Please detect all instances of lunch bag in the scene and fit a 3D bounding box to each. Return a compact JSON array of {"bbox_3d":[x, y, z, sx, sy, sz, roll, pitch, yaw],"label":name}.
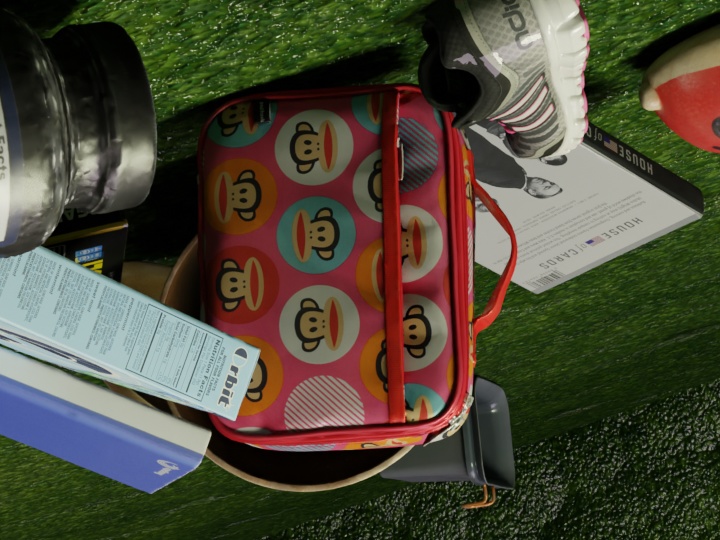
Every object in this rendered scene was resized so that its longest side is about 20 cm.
[{"bbox_3d":[0.000,0.000,1.200,0.174,0.202,0.082,-3,171,9],"label":"lunch bag"}]

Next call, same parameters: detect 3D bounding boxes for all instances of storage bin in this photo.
[{"bbox_3d":[0.100,0.212,2.585,0.133,0.147,0.200,-8,171,15],"label":"storage bin"}]

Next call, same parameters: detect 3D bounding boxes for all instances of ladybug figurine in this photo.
[{"bbox_3d":[0.272,-0.122,1.356,0.198,0.073,0.136,-15,169,-3],"label":"ladybug figurine"}]

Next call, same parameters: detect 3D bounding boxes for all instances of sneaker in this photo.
[{"bbox_3d":[0.073,-0.108,1.161,0.087,0.074,0.200,-16,164,0],"label":"sneaker"}]

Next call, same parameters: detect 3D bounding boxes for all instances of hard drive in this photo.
[{"bbox_3d":[-0.198,0.079,1.286,0.199,0.026,0.132,23,161,-13],"label":"hard drive"}]

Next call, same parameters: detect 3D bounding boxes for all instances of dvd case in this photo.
[{"bbox_3d":[0.096,-0.054,1.365,0.199,0.025,0.150,26,143,-35],"label":"dvd case"}]

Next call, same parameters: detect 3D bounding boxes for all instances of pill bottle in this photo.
[{"bbox_3d":[-0.195,-0.055,0.943,0.198,0.113,0.112,-10,167,-27],"label":"pill bottle"}]

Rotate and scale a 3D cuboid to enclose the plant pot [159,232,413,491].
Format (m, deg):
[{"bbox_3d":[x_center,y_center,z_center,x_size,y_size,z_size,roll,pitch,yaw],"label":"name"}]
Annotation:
[{"bbox_3d":[-0.042,0.025,1.397,0.185,0.189,0.200,-15,-169,-4],"label":"plant pot"}]

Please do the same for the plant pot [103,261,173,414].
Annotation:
[{"bbox_3d":[-0.106,0.066,1.460,0.199,0.200,0.028,-1,130,-51],"label":"plant pot"}]

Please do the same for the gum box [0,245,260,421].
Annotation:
[{"bbox_3d":[-0.178,0.014,1.127,0.169,0.045,0.199,11,167,47],"label":"gum box"}]

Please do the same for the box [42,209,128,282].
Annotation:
[{"bbox_3d":[-0.224,-0.005,1.310,0.158,0.050,0.200,-15,168,-12],"label":"box"}]
